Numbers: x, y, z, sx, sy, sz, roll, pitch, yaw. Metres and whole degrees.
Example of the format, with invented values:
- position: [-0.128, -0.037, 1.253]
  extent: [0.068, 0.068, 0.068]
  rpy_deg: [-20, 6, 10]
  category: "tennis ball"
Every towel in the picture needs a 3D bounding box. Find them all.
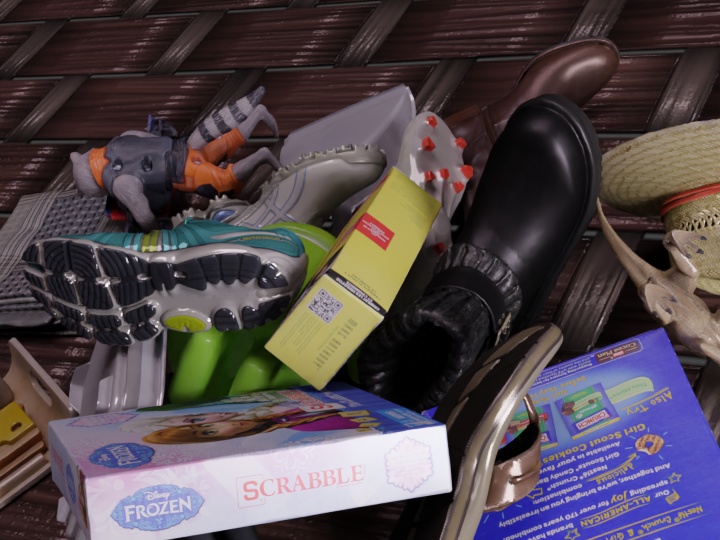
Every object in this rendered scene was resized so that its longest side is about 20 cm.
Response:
- position: [-0.287, -0.015, 1.352]
  extent: [0.191, 0.035, 0.201]
  rpy_deg: [-2, 41, 27]
  category: "towel"

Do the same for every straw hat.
- position: [0.257, -0.029, 0.995]
  extent: [0.199, 0.201, 0.086]
  rpy_deg: [-7, 71, 21]
  category: "straw hat"

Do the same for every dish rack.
- position: [-0.180, 0.092, 1.046]
  extent: [0.043, 0.172, 0.201]
  rpy_deg: [14, 35, -17]
  category: "dish rack"

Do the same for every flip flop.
- position: [0.070, 0.121, 0.833]
  extent: [0.081, 0.057, 0.201]
  rpy_deg: [-27, 36, 61]
  category: "flip flop"

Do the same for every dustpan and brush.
- position: [-0.017, -0.073, 1.271]
  extent: [0.139, 0.057, 0.201]
  rpy_deg: [-21, 27, 23]
  category: "dustpan and brush"

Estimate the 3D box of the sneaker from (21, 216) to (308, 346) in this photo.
- position: [-0.131, 0.002, 0.984]
  extent: [0.198, 0.078, 0.080]
  rpy_deg: [1, 28, 12]
  category: "sneaker"

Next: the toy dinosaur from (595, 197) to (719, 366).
- position: [0.201, 0.018, 0.940]
  extent: [0.058, 0.101, 0.200]
  rpy_deg: [-39, 69, -7]
  category: "toy dinosaur"

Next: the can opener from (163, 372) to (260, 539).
- position: [-0.116, 0.153, 1.019]
  extent: [0.052, 0.067, 0.200]
  rpy_deg: [-30, 41, -4]
  category: "can opener"

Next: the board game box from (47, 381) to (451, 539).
- position: [-0.074, 0.108, 0.852]
  extent: [0.198, 0.042, 0.200]
  rpy_deg: [-7, 5, -18]
  category: "board game box"

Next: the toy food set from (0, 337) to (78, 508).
- position: [-0.331, 0.141, 1.152]
  extent: [0.199, 0.061, 0.143]
  rpy_deg: [-37, 37, -17]
  category: "toy food set"

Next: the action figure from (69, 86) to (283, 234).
- position: [-0.170, -0.112, 1.316]
  extent: [0.192, 0.105, 0.201]
  rpy_deg: [-14, 42, 0]
  category: "action figure"

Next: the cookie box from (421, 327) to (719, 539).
- position: [0.137, 0.147, 0.870]
  extent: [0.170, 0.076, 0.201]
  rpy_deg: [-20, 35, 7]
  category: "cookie box"

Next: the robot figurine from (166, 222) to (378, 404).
- position: [-0.067, 0.038, 1.072]
  extent: [0.175, 0.116, 0.200]
  rpy_deg: [27, 32, 9]
  category: "robot figurine"

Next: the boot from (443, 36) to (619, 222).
- position: [0.156, -0.096, 1.183]
  extent: [0.186, 0.064, 0.200]
  rpy_deg: [-32, 31, 10]
  category: "boot"

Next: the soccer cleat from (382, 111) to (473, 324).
- position: [0.043, -0.040, 1.143]
  extent: [0.077, 0.069, 0.201]
  rpy_deg: [-30, 44, 36]
  category: "soccer cleat"

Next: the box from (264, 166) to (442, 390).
- position: [0.000, 0.000, 0.998]
  extent: [0.075, 0.050, 0.200]
  rpy_deg: [-50, 4, 29]
  category: "box"

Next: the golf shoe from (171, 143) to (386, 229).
- position: [-0.057, -0.034, 1.203]
  extent: [0.199, 0.078, 0.098]
  rpy_deg: [-26, 76, 20]
  category: "golf shoe"

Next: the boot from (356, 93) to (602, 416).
- position: [0.081, -0.005, 0.970]
  extent: [0.079, 0.212, 0.157]
  rpy_deg: [28, 33, 25]
  category: "boot"
